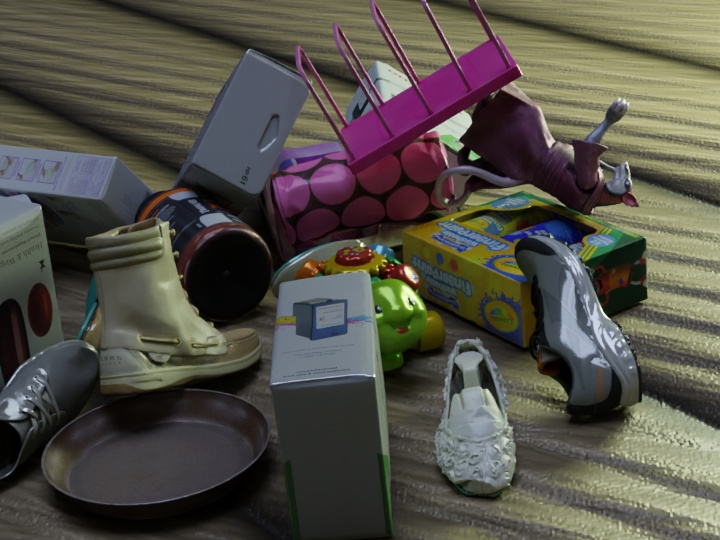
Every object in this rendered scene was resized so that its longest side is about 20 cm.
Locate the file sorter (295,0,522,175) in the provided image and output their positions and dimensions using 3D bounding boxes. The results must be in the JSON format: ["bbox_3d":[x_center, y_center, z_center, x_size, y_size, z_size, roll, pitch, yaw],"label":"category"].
[{"bbox_3d":[0.043,-0.219,1.718,0.199,0.126,0.139,-30,19,7],"label":"file sorter"}]

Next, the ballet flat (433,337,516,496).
[{"bbox_3d":[0.095,0.118,1.431,0.071,0.073,0.200,-5,24,2],"label":"ballet flat"}]

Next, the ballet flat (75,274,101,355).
[{"bbox_3d":[-0.253,0.048,1.700,0.062,0.069,0.200,20,23,-11],"label":"ballet flat"}]

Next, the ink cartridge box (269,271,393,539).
[{"bbox_3d":[-0.022,0.109,1.374,0.086,0.147,0.200,-6,24,4],"label":"ink cartridge box"}]

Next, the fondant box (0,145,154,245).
[{"bbox_3d":[-0.331,-0.081,1.897,0.198,0.144,0.059,6,68,27],"label":"fondant box"}]

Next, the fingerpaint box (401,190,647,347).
[{"bbox_3d":[0.165,-0.008,1.696,0.165,0.074,0.199,-19,26,-29],"label":"fingerpaint box"}]

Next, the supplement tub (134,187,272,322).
[{"bbox_3d":[-0.177,-0.025,1.774,0.106,0.108,0.200,-16,26,-23],"label":"supplement tub"}]

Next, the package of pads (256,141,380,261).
[{"bbox_3d":[-0.055,-0.084,1.922,0.119,0.076,0.200,-13,23,-8],"label":"package of pads"}]

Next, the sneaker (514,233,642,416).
[{"bbox_3d":[0.182,0.046,1.503,0.079,0.074,0.201,-20,52,-8],"label":"sneaker"}]

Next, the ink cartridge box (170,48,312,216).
[{"bbox_3d":[-0.134,-0.145,1.839,0.084,0.146,0.200,27,-12,-10],"label":"ink cartridge box"}]

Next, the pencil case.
[{"bbox_3d":[0.003,-0.083,1.787,0.198,0.094,0.091,-12,48,-6],"label":"pencil case"}]

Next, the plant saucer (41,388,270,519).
[{"bbox_3d":[-0.174,0.161,1.434,0.198,0.032,0.201,-4,23,2],"label":"plant saucer"}]

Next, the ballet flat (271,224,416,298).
[{"bbox_3d":[0.000,0.000,1.740,0.199,0.070,0.069,-21,27,-35],"label":"ballet flat"}]

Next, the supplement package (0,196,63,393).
[{"bbox_3d":[-0.389,0.054,1.517,0.146,0.202,0.191,12,29,35],"label":"supplement package"}]

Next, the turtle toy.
[{"bbox_3d":[0.007,0.036,1.595,0.144,0.102,0.200,-13,24,-18],"label":"turtle toy"}]

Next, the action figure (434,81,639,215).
[{"bbox_3d":[0.194,-0.107,1.697,0.199,0.134,0.149,31,66,16],"label":"action figure"}]

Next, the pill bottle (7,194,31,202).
[{"bbox_3d":[-0.448,-0.014,1.801,0.198,0.116,0.114,-15,24,-21],"label":"pill bottle"}]

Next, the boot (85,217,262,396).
[{"bbox_3d":[-0.174,0.027,1.556,0.072,0.157,0.199,-7,2,40],"label":"boot"}]

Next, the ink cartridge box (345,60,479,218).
[{"bbox_3d":[0.062,-0.157,1.979,0.146,0.083,0.200,29,19,-12],"label":"ink cartridge box"}]

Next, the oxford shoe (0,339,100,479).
[{"bbox_3d":[-0.295,0.128,1.477,0.057,0.076,0.200,-15,18,44],"label":"oxford shoe"}]
